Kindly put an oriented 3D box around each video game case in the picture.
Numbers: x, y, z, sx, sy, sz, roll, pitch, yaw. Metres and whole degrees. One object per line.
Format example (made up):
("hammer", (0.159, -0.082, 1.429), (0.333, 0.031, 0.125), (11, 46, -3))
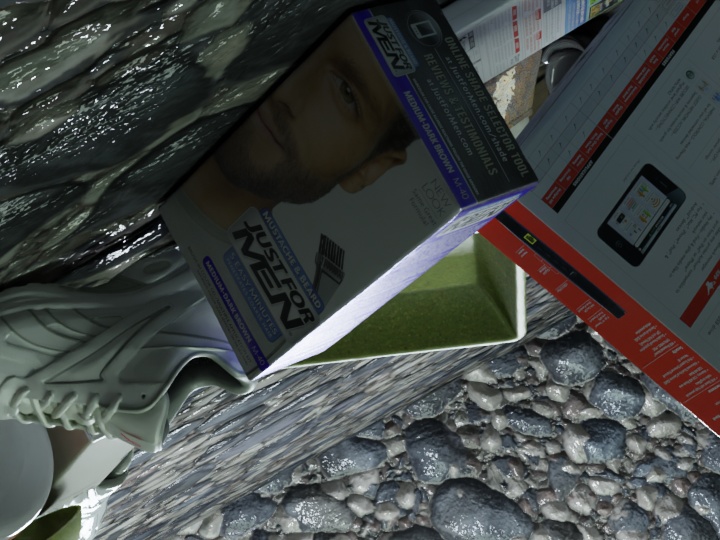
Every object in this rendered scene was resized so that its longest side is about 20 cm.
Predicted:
("video game case", (0.121, -0.158, 1.033), (0.199, 0.018, 0.143), (-30, 171, 1))

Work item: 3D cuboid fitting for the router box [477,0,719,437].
("router box", (0.177, -0.046, 0.998), (0.200, 0.179, 0.049), (-50, -178, -28))

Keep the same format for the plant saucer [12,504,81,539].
("plant saucer", (-0.257, 0.211, 1.212), (0.199, 0.031, 0.200), (-29, -175, 3))

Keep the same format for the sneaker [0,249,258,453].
("sneaker", (-0.144, 0.056, 1.031), (0.199, 0.100, 0.078), (-18, 156, -12))

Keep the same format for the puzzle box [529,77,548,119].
("puzzle box", (0.148, -0.112, 1.368), (0.133, 0.026, 0.200), (-35, 171, 32))

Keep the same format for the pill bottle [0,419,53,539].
("pill bottle", (-0.270, 0.140, 1.119), (0.109, 0.110, 0.200), (-21, 167, -46))

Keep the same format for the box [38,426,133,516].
("box", (-0.185, 0.090, 1.220), (0.068, 0.082, 0.200), (-24, 171, -30))

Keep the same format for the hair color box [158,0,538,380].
("hair color box", (-0.012, -0.037, 0.967), (0.065, 0.110, 0.200), (-20, 166, -43))

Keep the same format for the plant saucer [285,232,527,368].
("plant saucer", (0.000, 0.000, 1.175), (0.198, 0.048, 0.200), (-7, 159, 3))

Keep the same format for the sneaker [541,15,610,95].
("sneaker", (0.170, -0.128, 1.212), (0.113, 0.076, 0.200), (-22, 174, 0))

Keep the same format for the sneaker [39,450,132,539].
("sneaker", (-0.219, 0.169, 1.539), (0.099, 0.078, 0.200), (-33, 173, -1))

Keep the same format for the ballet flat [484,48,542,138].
("ballet flat", (0.060, -0.067, 1.183), (0.068, 0.067, 0.200), (-34, 177, -43))
